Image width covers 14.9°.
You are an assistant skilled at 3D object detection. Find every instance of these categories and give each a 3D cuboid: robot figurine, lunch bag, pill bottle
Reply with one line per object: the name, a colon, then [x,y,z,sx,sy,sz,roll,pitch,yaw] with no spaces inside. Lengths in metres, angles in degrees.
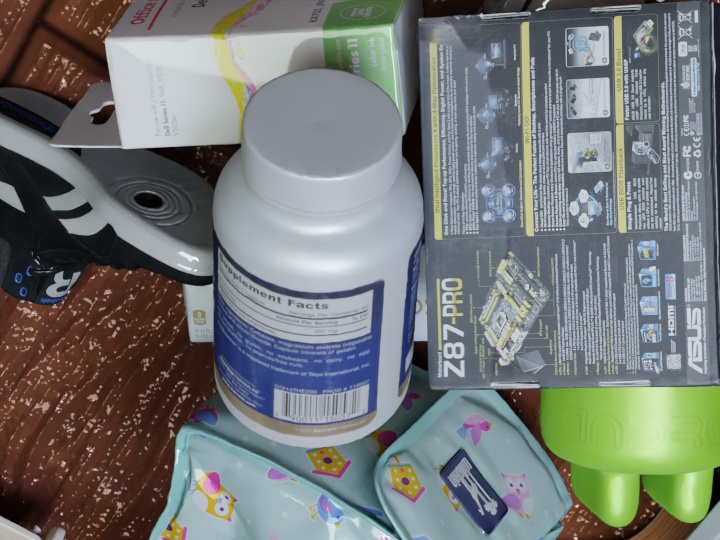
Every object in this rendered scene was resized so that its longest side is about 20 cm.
robot figurine: [0.158,0.037,1.520,0.175,0.116,0.200,-2,103,-10]
lunch bag: [0.007,0.130,1.574,0.200,0.170,0.122,23,120,16]
pill bottle: [-0.024,-0.008,1.462,0.111,0.111,0.200,9,137,5]

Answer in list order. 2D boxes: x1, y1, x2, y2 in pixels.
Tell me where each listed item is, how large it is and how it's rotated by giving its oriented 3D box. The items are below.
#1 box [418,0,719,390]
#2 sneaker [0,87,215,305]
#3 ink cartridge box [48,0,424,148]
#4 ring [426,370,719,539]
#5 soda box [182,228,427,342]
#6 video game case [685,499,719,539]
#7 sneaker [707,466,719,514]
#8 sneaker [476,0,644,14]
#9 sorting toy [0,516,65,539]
box: [0.113,-0.037,1.442,0.161,0.049,0.200,-3,89,17]
sneaker: [-0.151,-0.016,1.584,0.200,0.073,0.112,34,125,32]
ink cartridge box: [-0.069,-0.119,1.526,0.200,0.117,0.067,-2,113,9]
ring: [0.124,0.110,1.653,0.200,0.019,0.201,3,113,7]
soda box: [0.000,0.000,1.595,0.200,0.068,0.064,-1,114,9]
video game case: [0.254,0.175,1.592,0.200,0.017,0.143,10,127,-40]
sneaker: [0.256,0.077,1.575,0.099,0.071,0.200,7,121,-18]
sneaker: [0.111,-0.140,1.516,0.080,0.076,0.200,26,117,-13]
sorting toy: [-0.312,0.198,1.663,0.200,0.180,0.107,28,143,-3]
